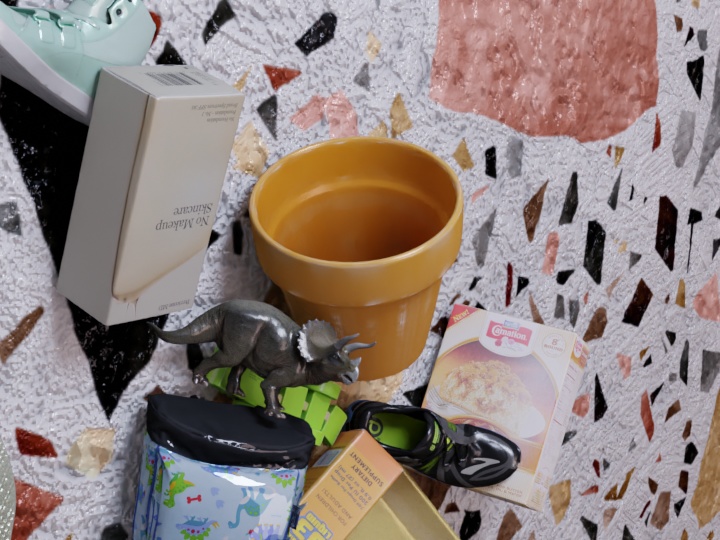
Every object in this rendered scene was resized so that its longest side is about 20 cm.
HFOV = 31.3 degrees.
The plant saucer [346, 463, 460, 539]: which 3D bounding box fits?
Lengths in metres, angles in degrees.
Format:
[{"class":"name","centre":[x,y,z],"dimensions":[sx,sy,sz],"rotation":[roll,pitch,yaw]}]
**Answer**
[{"class":"plant saucer","centre":[0.019,0.335,1.394],"dimensions":[0.200,0.048,0.200],"rotation":[53,55,-11]}]

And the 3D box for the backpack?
[{"class":"backpack","centre":[-0.135,0.233,1.163],"dimensions":[0.163,0.154,0.200],"rotation":[14,109,-18]}]

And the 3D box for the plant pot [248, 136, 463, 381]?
[{"class":"plant pot","centre":[0.000,0.000,1.252],"dimensions":[0.200,0.200,0.184],"rotation":[-42,144,-36]}]

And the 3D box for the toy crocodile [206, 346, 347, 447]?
[{"class":"toy crocodile","centre":[-0.082,0.126,1.272],"dimensions":[0.200,0.062,0.068],"rotation":[29,76,-44]}]

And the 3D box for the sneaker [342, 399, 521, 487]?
[{"class":"sneaker","centre":[0.078,0.188,1.377],"dimensions":[0.199,0.083,0.071],"rotation":[18,83,-9]}]

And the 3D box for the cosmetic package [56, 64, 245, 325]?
[{"class":"cosmetic package","centre":[-0.174,-0.064,1.060],"dimensions":[0.103,0.073,0.200],"rotation":[-13,126,-50]}]

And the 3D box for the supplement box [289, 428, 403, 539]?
[{"class":"supplement box","centre":[-0.049,0.253,1.292],"dimensions":[0.067,0.069,0.200],"rotation":[46,69,-9]}]

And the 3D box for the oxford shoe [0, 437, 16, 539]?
[{"class":"oxford shoe","centre":[-0.312,0.216,1.018],"dimensions":[0.075,0.058,0.200],"rotation":[-3,87,-57]}]

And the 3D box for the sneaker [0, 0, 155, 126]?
[{"class":"sneaker","centre":[-0.239,-0.201,0.997],"dimensions":[0.200,0.074,0.118],"rotation":[36,76,-57]}]

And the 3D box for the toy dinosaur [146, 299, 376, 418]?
[{"class":"toy dinosaur","centre":[-0.092,0.070,1.173],"dimensions":[0.077,0.200,0.102],"rotation":[7,106,-81]}]

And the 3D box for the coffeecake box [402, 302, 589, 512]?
[{"class":"coffeecake box","centre":[0.157,0.155,1.471],"dimensions":[0.073,0.153,0.200],"rotation":[39,67,-62]}]
